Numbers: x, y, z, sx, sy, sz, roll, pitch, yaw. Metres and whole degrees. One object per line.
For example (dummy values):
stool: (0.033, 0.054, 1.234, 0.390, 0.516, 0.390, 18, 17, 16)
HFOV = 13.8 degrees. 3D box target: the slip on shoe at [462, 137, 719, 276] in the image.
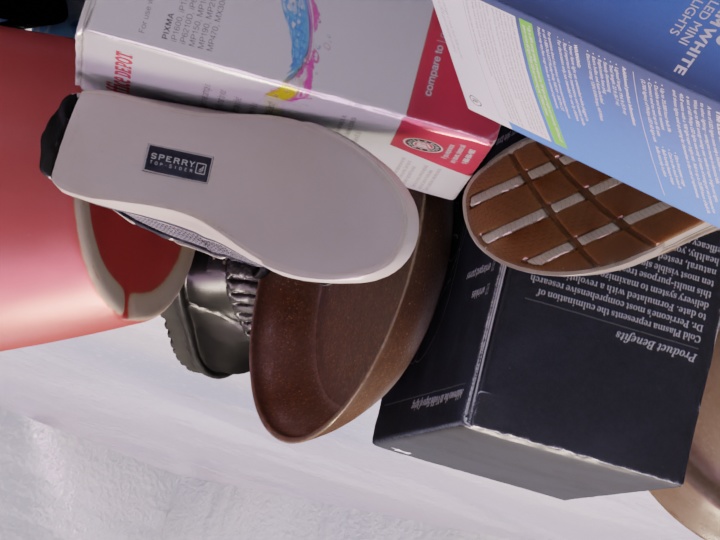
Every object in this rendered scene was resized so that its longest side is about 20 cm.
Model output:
slip on shoe: (0.147, -0.050, 1.408, 0.200, 0.076, 0.061, -22, 177, 23)

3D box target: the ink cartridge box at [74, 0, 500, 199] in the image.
ink cartridge box: (-0.030, -0.109, 1.424, 0.200, 0.086, 0.148, 17, 171, -4)

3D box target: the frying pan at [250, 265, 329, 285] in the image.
frying pan: (-0.022, -0.024, 1.576, 0.031, 0.115, 0.190, -6, 139, -15)

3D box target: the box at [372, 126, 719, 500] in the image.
box: (0.104, 0.008, 1.547, 0.124, 0.197, 0.200, 18, 171, -11)

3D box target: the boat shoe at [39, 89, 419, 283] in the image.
boat shoe: (-0.049, -0.038, 1.431, 0.200, 0.075, 0.093, 20, 180, 25)

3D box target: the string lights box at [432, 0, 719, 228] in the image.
string lights box: (0.128, -0.076, 1.211, 0.200, 0.059, 0.103, 28, 158, 29)

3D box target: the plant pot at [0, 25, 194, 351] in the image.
plant pot: (-0.192, -0.043, 1.566, 0.177, 0.201, 0.200, -1, 165, 23)

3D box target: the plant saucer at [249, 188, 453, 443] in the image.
plant saucer: (0.000, 0.000, 1.595, 0.037, 0.201, 0.200, 18, 170, -23)

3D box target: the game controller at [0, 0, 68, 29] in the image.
game controller: (-0.243, -0.150, 1.658, 0.104, 0.042, 0.200, 21, 169, -30)

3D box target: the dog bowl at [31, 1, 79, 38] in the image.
dog bowl: (-0.107, -0.109, 1.655, 0.200, 0.050, 0.111, 6, 167, 45)

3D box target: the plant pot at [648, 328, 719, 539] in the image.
plant pot: (0.248, 0.038, 1.591, 0.200, 0.200, 0.175, 16, 153, -4)

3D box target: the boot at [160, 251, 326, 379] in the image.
boot: (-0.033, 0.030, 1.777, 0.158, 0.080, 0.211, 15, 167, 12)
